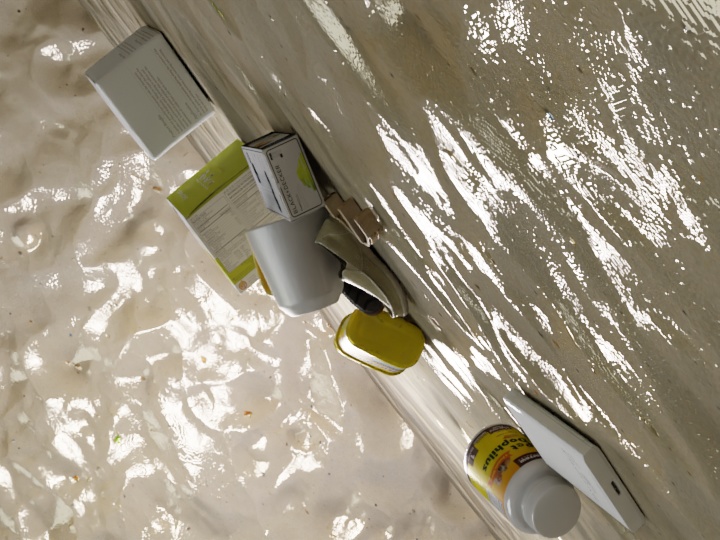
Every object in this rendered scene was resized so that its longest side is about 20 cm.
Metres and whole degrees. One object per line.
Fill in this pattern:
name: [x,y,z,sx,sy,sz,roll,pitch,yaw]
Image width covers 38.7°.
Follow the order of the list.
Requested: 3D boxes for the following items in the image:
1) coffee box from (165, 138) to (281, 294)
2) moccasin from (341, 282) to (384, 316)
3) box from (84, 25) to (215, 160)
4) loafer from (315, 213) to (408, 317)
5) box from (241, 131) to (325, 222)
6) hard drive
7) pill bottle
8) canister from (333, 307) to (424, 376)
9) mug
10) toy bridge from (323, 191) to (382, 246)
coffee box: [-0.245,-0.114,2.065,0.199,0.199,0.199,54,172,-27]
moccasin: [-0.023,-0.002,1.737,0.201,0.074,0.078,45,180,26]
box: [-0.442,-0.373,2.137,0.200,0.171,0.200,54,172,-27]
loafer: [0.000,0.000,1.603,0.201,0.068,0.076,52,173,-5]
box: [-0.122,-0.148,1.577,0.118,0.059,0.200,68,169,-13]
hard drive: [0.260,0.230,1.267,0.133,0.026,0.200,55,173,-22]
pill bottle: [0.234,0.304,1.473,0.110,0.109,0.200,53,172,-22]
canister: [0.033,0.125,1.824,0.146,0.088,0.200,24,170,-2]
mug: [-0.098,-0.012,1.676,0.187,0.147,0.156,-164,56,-84]
toy bridge: [-0.005,-0.069,1.456,0.068,0.027,0.200,54,174,-18]
